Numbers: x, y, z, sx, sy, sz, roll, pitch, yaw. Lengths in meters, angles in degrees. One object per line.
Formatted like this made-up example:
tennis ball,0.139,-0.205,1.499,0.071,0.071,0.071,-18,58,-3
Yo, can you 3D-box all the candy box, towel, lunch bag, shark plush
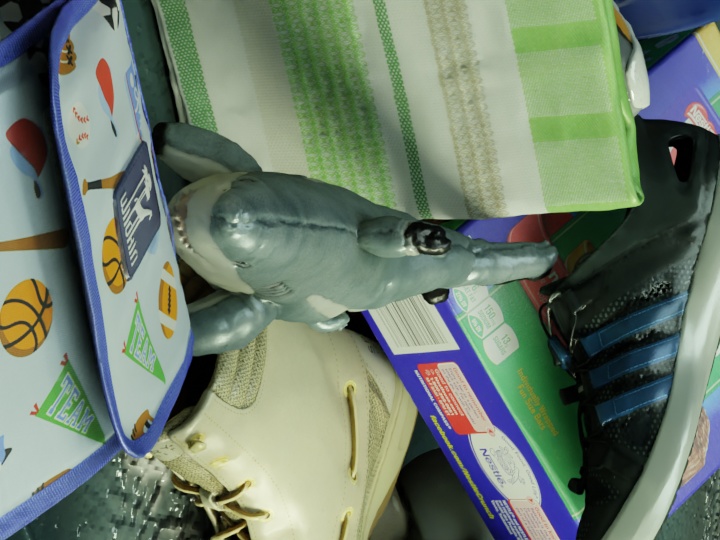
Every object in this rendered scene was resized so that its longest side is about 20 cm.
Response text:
candy box,0.115,0.012,1.248,0.200,0.077,0.170,-40,108,-30
towel,0.013,-0.091,1.136,0.031,0.199,0.150,-54,138,-55
lunch bag,-0.143,-0.002,0.943,0.200,0.123,0.171,-33,125,-37
shark plush,0.000,0.000,1.087,0.199,0.083,0.091,21,67,-37

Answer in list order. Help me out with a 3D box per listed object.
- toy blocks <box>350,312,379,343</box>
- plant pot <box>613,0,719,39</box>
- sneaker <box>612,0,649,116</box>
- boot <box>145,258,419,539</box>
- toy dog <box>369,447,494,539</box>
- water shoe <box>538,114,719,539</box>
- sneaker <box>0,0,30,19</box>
toy blocks,0.030,-0.021,1.287,0.136,0.100,0.201,-12,104,-45
plant pot,0.096,-0.211,1.237,0.200,0.179,0.201,-44,110,-46
sneaker,0.035,-0.091,1.179,0.077,0.199,0.079,-40,130,-35
boot,-0.054,0.104,1.173,0.155,0.072,0.201,34,71,-51
toy dog,0.058,0.157,1.317,0.200,0.132,0.097,49,13,-40
water shoe,0.108,0.034,1.168,0.072,0.078,0.201,110,-3,-80
sneaker,-0.122,-0.062,1.047,0.073,0.071,0.201,-61,145,-47
